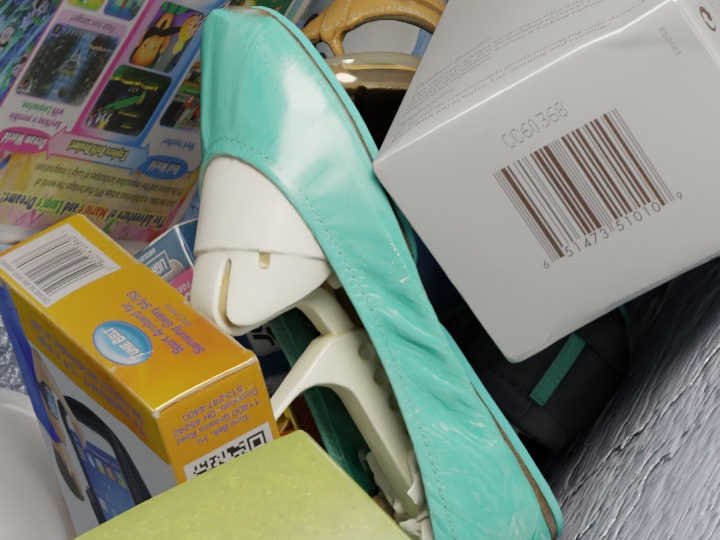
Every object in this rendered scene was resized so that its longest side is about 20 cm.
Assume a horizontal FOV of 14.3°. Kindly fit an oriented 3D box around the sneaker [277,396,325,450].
[{"bbox_3d":[-0.035,0.079,1.111,0.073,0.077,0.200,-28,43,6],"label":"sneaker"}]

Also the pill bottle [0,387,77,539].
[{"bbox_3d":[-0.148,0.108,1.064,0.120,0.120,0.200,-60,3,-10],"label":"pill bottle"}]

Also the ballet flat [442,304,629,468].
[{"bbox_3d":[0.029,0.058,0.980,0.073,0.073,0.200,-61,7,-26],"label":"ballet flat"}]

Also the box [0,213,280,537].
[{"bbox_3d":[-0.052,0.092,0.898,0.041,0.200,0.119,-26,33,-21],"label":"box"}]

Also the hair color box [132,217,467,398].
[{"bbox_3d":[0.000,0.000,1.000,0.200,0.061,0.100,-21,-8,-39],"label":"hair color box"}]

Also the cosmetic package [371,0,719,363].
[{"bbox_3d":[0.085,-0.068,0.903,0.113,0.081,0.200,-27,17,26],"label":"cosmetic package"}]

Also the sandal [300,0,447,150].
[{"bbox_3d":[0.011,-0.070,0.985,0.080,0.054,0.200,-21,-2,25],"label":"sandal"}]

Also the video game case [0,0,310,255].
[{"bbox_3d":[-0.069,-0.089,0.882,0.182,0.024,0.200,-58,-20,9],"label":"video game case"}]

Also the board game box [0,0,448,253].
[{"bbox_3d":[-0.048,-0.065,1.034,0.200,0.043,0.199,-36,-48,-27],"label":"board game box"}]

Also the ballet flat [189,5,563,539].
[{"bbox_3d":[-0.009,0.018,0.859,0.070,0.200,0.067,-33,9,-30],"label":"ballet flat"}]

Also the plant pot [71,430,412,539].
[{"bbox_3d":[-0.055,0.144,0.768,0.200,0.187,0.187,-45,4,-3],"label":"plant pot"}]
